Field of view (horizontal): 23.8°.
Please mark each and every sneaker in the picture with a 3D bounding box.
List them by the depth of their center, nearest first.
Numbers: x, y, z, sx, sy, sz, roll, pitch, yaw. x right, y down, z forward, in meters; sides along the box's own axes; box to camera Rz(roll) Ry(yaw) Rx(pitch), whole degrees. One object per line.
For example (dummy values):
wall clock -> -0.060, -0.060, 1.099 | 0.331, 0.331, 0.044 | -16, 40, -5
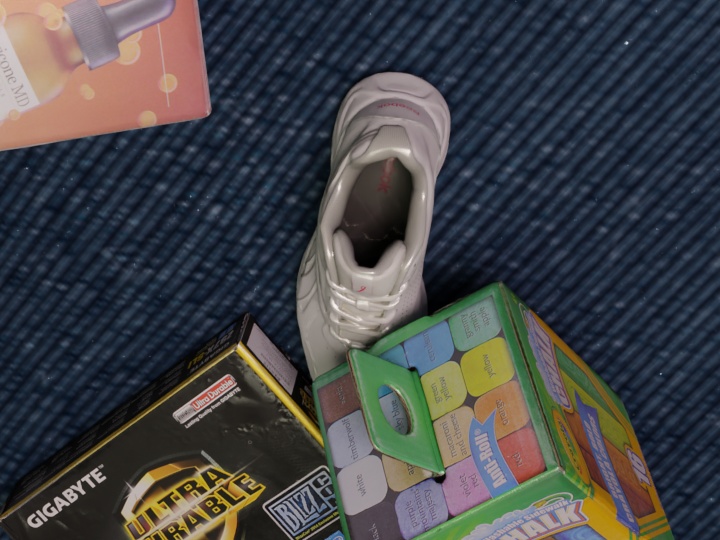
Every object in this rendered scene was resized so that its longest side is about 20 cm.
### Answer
sneaker -> 0.000, 0.000, 0.914 | 0.078, 0.099, 0.201 | 7, 115, 4

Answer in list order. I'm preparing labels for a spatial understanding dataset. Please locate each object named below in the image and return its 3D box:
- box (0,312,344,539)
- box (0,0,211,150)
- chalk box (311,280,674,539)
box -> -0.091, 0.143, 1.020 | 0.200, 0.049, 0.160 | -35, 107, 20
box -> -0.186, -0.145, 0.836 | 0.199, 0.106, 0.153 | -11, 114, -10
chalk box -> 0.062, 0.099, 0.893 | 0.124, 0.125, 0.200 | -28, 141, 18
